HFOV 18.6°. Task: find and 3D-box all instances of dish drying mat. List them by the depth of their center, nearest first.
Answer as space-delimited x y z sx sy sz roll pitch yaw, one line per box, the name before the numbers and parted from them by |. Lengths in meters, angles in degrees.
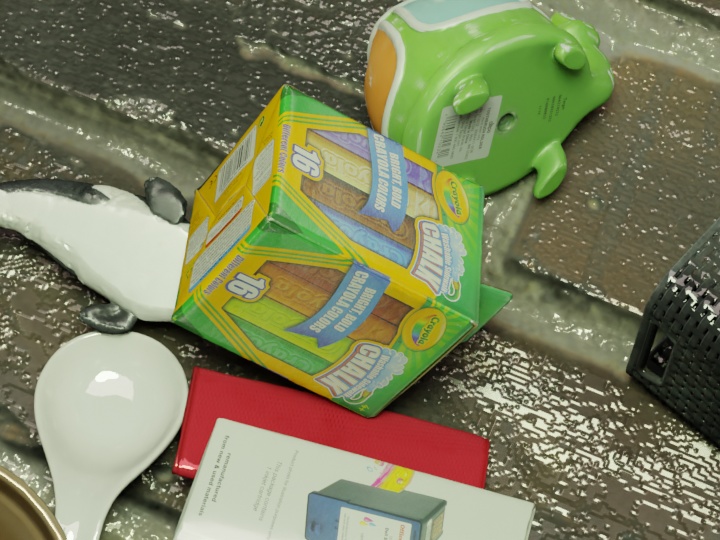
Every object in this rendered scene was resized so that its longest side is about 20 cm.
dish drying mat | -0.017 0.119 1.406 0.199 0.018 0.077 13 62 -5

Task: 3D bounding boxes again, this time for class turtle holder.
turtle holder | 0.087 -0.136 1.494 0.185 0.141 0.132 -36 52 -9

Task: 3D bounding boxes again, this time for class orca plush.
orca plush | -0.170 -0.010 1.465 0.199 0.071 0.106 6 85 7

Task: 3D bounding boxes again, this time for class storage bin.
storage bin | 0.274 0.007 1.425 0.094 0.135 0.200 40 68 18

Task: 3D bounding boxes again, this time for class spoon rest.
spoon rest | -0.166 0.126 1.391 0.099 0.061 0.201 7 63 1

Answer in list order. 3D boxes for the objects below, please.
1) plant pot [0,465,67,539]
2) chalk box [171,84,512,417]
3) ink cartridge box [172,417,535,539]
plant pot | -0.269 0.211 1.314 0.200 0.093 0.202 4 70 -11
chalk box | 0.000 0.000 1.395 0.199 0.124 0.124 27 43 -20
ink cartridge box | -0.004 0.178 1.320 0.199 0.146 0.088 16 62 7
